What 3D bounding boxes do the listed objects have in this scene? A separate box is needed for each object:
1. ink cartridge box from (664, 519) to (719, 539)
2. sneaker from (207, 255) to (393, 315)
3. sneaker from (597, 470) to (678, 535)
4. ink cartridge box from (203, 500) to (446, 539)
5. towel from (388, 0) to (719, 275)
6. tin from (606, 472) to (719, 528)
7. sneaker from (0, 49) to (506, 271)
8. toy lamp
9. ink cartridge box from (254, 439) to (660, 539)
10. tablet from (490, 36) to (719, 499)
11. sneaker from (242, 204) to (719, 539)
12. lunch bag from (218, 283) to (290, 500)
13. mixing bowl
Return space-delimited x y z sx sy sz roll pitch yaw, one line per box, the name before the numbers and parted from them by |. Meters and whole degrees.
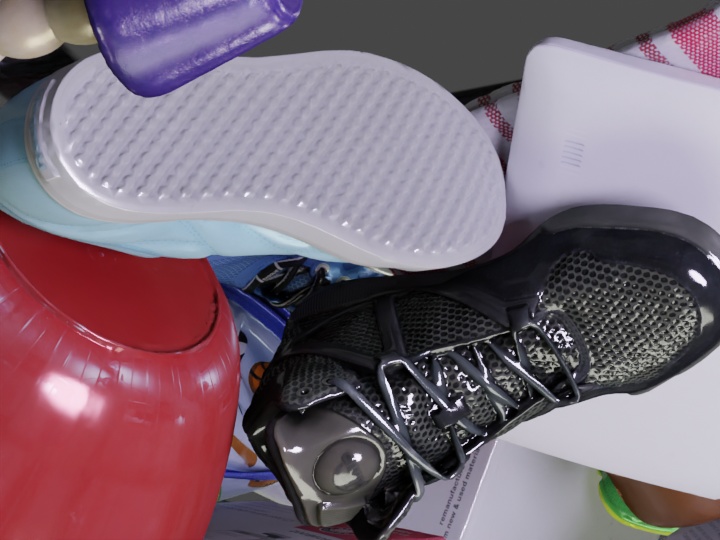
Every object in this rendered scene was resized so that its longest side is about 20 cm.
ink cartridge box | 0.239 0.114 1.161 0.199 0.083 0.147 -34 -164 -2
sneaker | 0.000 0.000 1.105 0.199 0.090 0.078 4 164 -40
sneaker | 0.203 0.067 1.280 0.199 0.074 0.084 -14 154 4
ink cartridge box | -0.085 0.143 1.111 0.199 0.083 0.146 0 -178 -35
towel | 0.101 -0.020 1.022 0.199 0.030 0.146 -22 122 36
tin | 0.194 0.046 1.197 0.199 0.042 0.112 -28 -167 14
sneaker | -0.042 -0.038 0.954 0.199 0.074 0.082 11 167 -37
toy lamp | -0.112 -0.063 0.774 0.199 0.059 0.058 -13 169 20
ink cartridge box | 0.029 0.096 1.368 0.199 0.085 0.146 19 178 44
tablet | 0.110 0.007 1.013 0.129 0.014 0.201 15 136 7
sneaker | 0.040 0.041 0.984 0.199 0.076 0.114 -13 -152 33
lunch bag | -0.126 0.061 1.244 0.169 0.125 0.199 -19 158 37
mixing bowl | -0.116 0.029 0.979 0.199 0.201 0.108 3 137 -47
